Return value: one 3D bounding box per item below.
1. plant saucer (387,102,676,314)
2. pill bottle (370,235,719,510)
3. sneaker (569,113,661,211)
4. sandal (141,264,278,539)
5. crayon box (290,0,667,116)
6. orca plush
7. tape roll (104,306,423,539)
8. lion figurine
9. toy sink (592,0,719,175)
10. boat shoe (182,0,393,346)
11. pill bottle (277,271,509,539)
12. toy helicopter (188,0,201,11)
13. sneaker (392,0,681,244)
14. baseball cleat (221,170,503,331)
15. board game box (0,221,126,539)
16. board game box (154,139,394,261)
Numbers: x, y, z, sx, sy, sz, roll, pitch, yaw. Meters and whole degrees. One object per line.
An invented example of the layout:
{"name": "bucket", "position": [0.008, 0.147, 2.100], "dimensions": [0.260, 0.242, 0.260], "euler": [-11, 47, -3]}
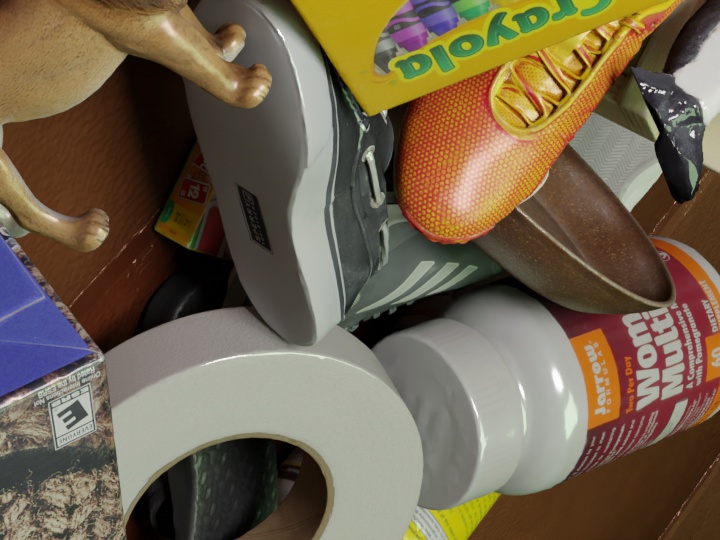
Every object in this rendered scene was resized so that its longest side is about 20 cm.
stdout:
{"name": "plant saucer", "position": [0.073, -0.044, 0.983], "dimensions": [0.037, 0.201, 0.200], "euler": [-46, 159, 18]}
{"name": "pill bottle", "position": [0.100, 0.054, 1.042], "dimensions": [0.199, 0.109, 0.110], "euler": [-17, 131, -40]}
{"name": "sneaker", "position": [0.139, -0.043, 1.253], "dimensions": [0.200, 0.073, 0.116], "euler": [-50, 170, -37]}
{"name": "sandal", "position": [-0.081, 0.085, 0.991], "dimensions": [0.075, 0.048, 0.202], "euler": [-33, 130, -43]}
{"name": "crayon box", "position": [0.030, -0.130, 0.697], "dimensions": [0.126, 0.051, 0.200], "euler": [-21, 144, 14]}
{"name": "orca plush", "position": [0.188, -0.089, 0.880], "dimensions": [0.200, 0.105, 0.071], "euler": [-46, 173, -31]}
{"name": "tape roll", "position": [-0.068, 0.107, 0.926], "dimensions": [0.201, 0.037, 0.204], "euler": [-14, 131, -16]}
{"name": "lion figurine", "position": [-0.114, -0.077, 0.695], "dimensions": [0.200, 0.073, 0.122], "euler": [-44, 125, 15]}
{"name": "toy sink", "position": [0.129, -0.142, 0.944], "dimensions": [0.131, 0.199, 0.112], "euler": [-62, 169, 3]}
{"name": "boat shoe", "position": [-0.019, -0.052, 0.806], "dimensions": [0.068, 0.072, 0.201], "euler": [-41, 146, -24]}
{"name": "pill bottle", "position": [0.039, 0.092, 1.137], "dimensions": [0.200, 0.109, 0.110], "euler": [-50, 152, -23]}
{"name": "toy helicopter", "position": [-0.056, -0.143, 0.772], "dimensions": [0.199, 0.079, 0.133], "euler": [-20, 140, -38]}
{"name": "sneaker", "position": [0.081, -0.098, 0.832], "dimensions": [0.201, 0.073, 0.077], "euler": [-54, -178, -10]}
{"name": "baseball cleat", "position": [0.000, 0.000, 0.979], "dimensions": [0.199, 0.070, 0.107], "euler": [8, 117, -52]}
{"name": "board game box", "position": [-0.174, 0.101, 0.713], "dimensions": [0.158, 0.097, 0.201], "euler": [-26, 141, -23]}
{"name": "board game box", "position": [-0.024, -0.043, 0.982], "dimensions": [0.096, 0.030, 0.200], "euler": [-63, 157, 4]}
